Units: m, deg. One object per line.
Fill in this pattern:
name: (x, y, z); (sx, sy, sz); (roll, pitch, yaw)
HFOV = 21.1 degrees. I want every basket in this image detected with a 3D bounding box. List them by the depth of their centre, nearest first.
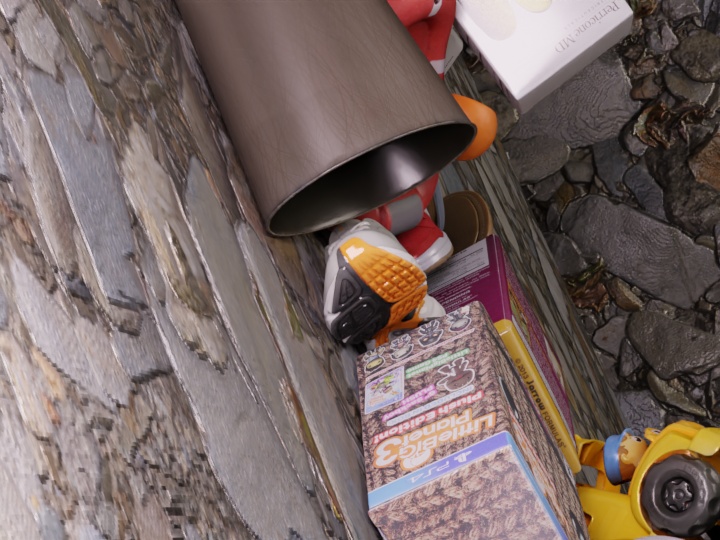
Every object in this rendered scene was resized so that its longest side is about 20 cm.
basket: (-0.039, -0.144, 1.267); (0.180, 0.136, 0.201); (-16, 73, -52)

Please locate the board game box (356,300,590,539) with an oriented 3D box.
board game box: (0.077, 0.144, 1.259); (0.160, 0.096, 0.200); (60, 10, -24)

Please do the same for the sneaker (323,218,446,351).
sneaker: (0.000, 0.000, 1.324); (0.092, 0.075, 0.200); (60, 0, 18)

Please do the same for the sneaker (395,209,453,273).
sneaker: (0.017, -0.061, 1.533); (0.200, 0.071, 0.113); (-110, 176, -73)

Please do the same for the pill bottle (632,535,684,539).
pill bottle: (0.175, 0.270, 1.251); (0.116, 0.115, 0.200); (62, 35, -13)

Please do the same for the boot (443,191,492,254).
boot: (0.114, 0.041, 1.769); (0.155, 0.073, 0.201); (53, 27, -46)

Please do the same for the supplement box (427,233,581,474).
supplement box: (0.092, 0.078, 1.484); (0.132, 0.103, 0.200); (61, 11, -17)

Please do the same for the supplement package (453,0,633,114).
supplement package: (0.106, -0.235, 1.475); (0.201, 0.113, 0.110); (53, 5, 5)

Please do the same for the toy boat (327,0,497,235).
toy boat: (0.040, -0.115, 1.393); (0.130, 0.130, 0.202); (-23, 121, -52)

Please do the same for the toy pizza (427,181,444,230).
toy pizza: (0.018, -0.113, 1.697); (0.200, 0.032, 0.201); (156, -90, -80)

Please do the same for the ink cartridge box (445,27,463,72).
ink cartridge box: (-0.019, -0.216, 1.528); (0.145, 0.084, 0.200); (35, -2, 23)

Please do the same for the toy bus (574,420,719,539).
toy bus: (0.193, 0.190, 1.480); (0.191, 0.201, 0.135); (26, 3, 33)
